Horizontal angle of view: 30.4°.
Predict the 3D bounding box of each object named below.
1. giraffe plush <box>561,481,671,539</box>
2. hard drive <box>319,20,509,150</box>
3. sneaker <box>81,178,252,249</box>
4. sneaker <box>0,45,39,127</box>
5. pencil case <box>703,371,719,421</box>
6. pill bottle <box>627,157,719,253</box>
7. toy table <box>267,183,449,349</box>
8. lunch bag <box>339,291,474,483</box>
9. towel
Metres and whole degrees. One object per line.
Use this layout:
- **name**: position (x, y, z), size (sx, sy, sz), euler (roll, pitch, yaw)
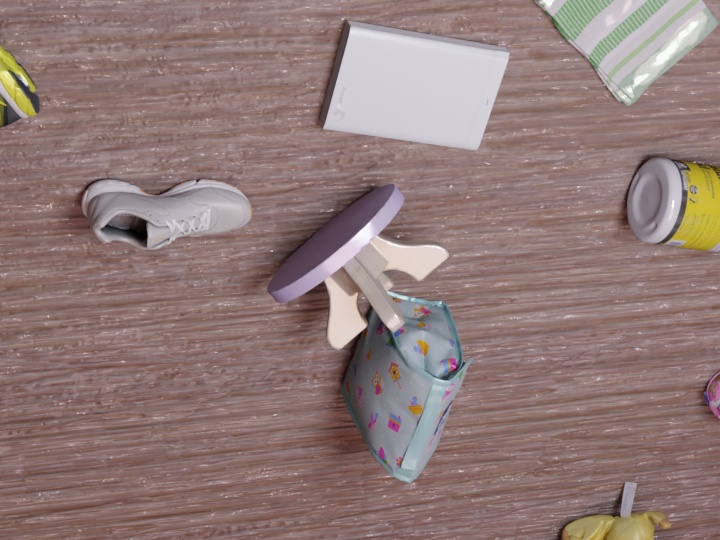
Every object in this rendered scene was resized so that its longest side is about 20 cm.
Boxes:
- **giraffe plush**: position (0.413, 0.451, 2.051), size (0.200, 0.172, 0.162), euler (-58, 137, -17)
- **hard drive**: position (0.064, -0.216, 1.568), size (0.200, 0.026, 0.132), euler (6, 121, -19)
- **sneaker**: position (-0.224, -0.055, 1.556), size (0.200, 0.092, 0.076), euler (-2, 124, -14)
- **sneaker**: position (-0.425, -0.223, 1.401), size (0.085, 0.075, 0.200), euler (-30, 125, 7)
- **pencil case**: position (0.596, 0.219, 1.968), size (0.200, 0.083, 0.087), euler (35, 108, -32)
- **pill bottle**: position (0.456, -0.079, 1.714), size (0.200, 0.111, 0.111), euler (7, 121, -20)
- **toy table**: position (0.000, 0.000, 1.618), size (0.200, 0.184, 0.117), euler (-36, 108, 20)
- **lunch bag**: position (0.063, 0.150, 1.705), size (0.122, 0.200, 0.171), euler (9, 119, -20)
- **towel**: position (0.318, -0.306, 1.578), size (0.153, 0.023, 0.200), euler (-42, 123, 13)
